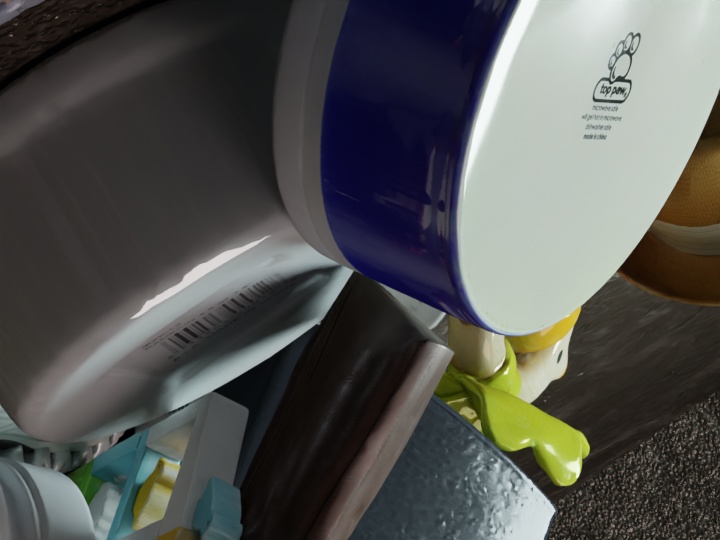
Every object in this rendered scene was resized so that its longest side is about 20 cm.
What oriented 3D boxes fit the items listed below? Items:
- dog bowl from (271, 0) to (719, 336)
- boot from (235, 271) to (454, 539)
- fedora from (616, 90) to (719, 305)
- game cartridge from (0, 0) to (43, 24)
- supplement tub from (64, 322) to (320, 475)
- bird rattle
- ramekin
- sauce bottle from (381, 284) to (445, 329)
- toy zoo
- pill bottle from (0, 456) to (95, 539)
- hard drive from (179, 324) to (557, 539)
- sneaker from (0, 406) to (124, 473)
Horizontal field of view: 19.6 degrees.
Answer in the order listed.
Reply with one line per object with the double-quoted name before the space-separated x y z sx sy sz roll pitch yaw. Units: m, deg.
"dog bowl" 0.060 -0.081 0.748 0.200 0.079 0.201 -41 145 -37
"boot" -0.037 0.094 0.880 0.186 0.064 0.201 14 -98 67
"fedora" 0.186 -0.081 1.083 0.200 0.201 0.082 -37 139 19
"game cartridge" -0.074 -0.131 0.573 0.200 0.041 0.133 -33 163 6
"supplement tub" -0.084 0.098 1.096 0.122 0.123 0.200 -20 -178 -39
"bird rattle" 0.073 0.009 1.122 0.112 0.201 0.163 2 -169 26
"ramekin" -0.078 -0.016 0.834 0.200 0.098 0.201 -30 167 -8
"sauce bottle" 0.000 0.000 0.988 0.066 0.066 0.200 -30 -171 -5
"toy zoo" -0.104 0.129 0.890 0.200 0.020 0.132 -30 -143 55
"pill bottle" -0.212 0.112 0.823 0.199 0.115 0.114 16 136 -41
"hard drive" 0.008 0.115 1.007 0.042 0.200 0.135 -16 -137 51
"sneaker" -0.156 0.048 0.956 0.081 0.075 0.200 -49 161 26
